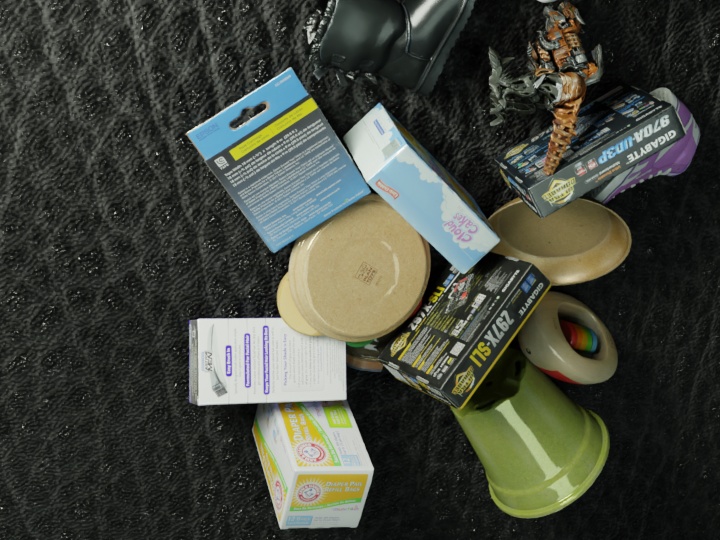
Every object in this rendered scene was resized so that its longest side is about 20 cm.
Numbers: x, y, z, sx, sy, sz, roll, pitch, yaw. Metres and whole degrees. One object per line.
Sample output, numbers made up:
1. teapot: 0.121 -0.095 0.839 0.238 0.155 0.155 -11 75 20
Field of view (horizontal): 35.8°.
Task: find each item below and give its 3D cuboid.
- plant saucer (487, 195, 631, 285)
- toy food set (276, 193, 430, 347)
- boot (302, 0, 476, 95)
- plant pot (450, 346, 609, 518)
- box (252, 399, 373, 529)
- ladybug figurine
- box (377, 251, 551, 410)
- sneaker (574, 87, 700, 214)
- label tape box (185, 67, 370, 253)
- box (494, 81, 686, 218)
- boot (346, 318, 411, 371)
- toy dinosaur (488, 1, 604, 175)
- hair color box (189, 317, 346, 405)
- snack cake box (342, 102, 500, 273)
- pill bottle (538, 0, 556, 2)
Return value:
1. plant saucer: 0.255 -0.049 1.471 0.198 0.036 0.201 5 146 3
2. toy food set: 0.000 0.000 1.420 0.197 0.049 0.201 12 99 -23
3. boot: 0.033 -0.295 1.251 0.161 0.074 0.199 13 118 -22
4. plant pot: 0.227 0.217 1.602 0.200 0.201 0.185 -35 116 6
5. box: -0.067 0.238 1.490 0.112 0.200 0.102 2 122 -20
6. ladybug figurine: 0.289 0.102 1.572 0.199 0.137 0.072 19 139 -42
7. box: 0.131 0.067 1.428 0.049 0.159 0.200 43 78 -26
8. sneaker: 0.368 -0.132 1.476 0.200 0.073 0.114 -45 128 13
9. label tape box: -0.098 -0.138 1.312 0.144 0.063 0.200 -31 127 3
10. box: 0.276 -0.151 1.372 0.199 0.159 0.046 -31 111 2
11. boot: 0.075 0.084 1.516 0.198 0.075 0.097 -1 126 -16
12. toy dinosaur: 0.218 -0.219 1.309 0.135 0.201 0.102 0 146 7
13. hair color box: -0.120 0.116 1.448 0.198 0.065 0.110 1 86 -21
14. snack cake box: 0.076 -0.099 1.366 0.067 0.115 0.200 -41 126 11
15. pill bottle: 0.286 -0.376 1.256 0.199 0.112 0.112 -15 126 -10
